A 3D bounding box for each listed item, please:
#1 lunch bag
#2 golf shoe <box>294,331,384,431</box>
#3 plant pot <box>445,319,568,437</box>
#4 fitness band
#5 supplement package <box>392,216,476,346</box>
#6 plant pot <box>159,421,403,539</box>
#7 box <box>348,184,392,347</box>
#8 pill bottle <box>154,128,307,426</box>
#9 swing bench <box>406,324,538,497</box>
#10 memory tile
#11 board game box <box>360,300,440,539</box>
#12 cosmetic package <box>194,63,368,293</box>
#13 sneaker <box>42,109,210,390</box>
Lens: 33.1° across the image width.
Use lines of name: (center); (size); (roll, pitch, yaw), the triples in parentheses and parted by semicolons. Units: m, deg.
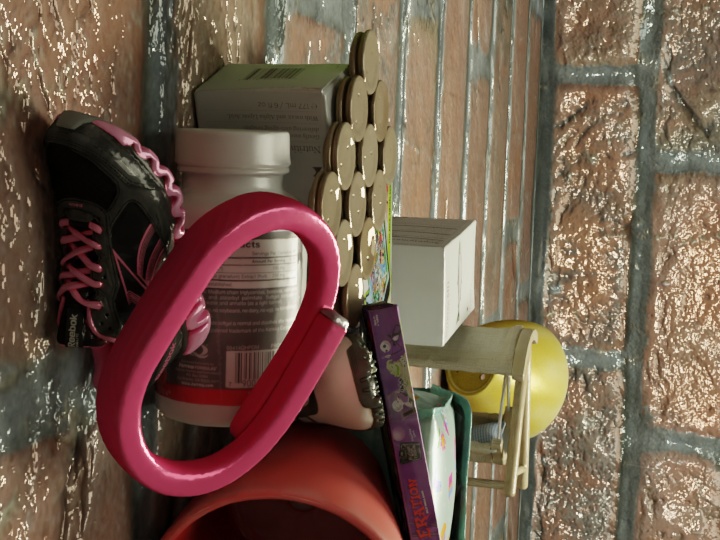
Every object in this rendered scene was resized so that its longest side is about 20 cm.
lunch bag: (0.040, 0.197, 1.134); (0.200, 0.120, 0.173); (5, 87, -75)
golf shoe: (-0.042, 0.096, 0.952); (0.200, 0.087, 0.078); (-11, -86, 69)
plant pot: (0.216, 0.166, 1.963); (0.141, 0.198, 0.203); (21, 71, -47)
fitness band: (-0.082, 0.048, 0.763); (0.143, 0.037, 0.202); (34, 86, -48)
supplement package: (0.065, 0.008, 1.441); (0.200, 0.115, 0.119); (-36, 128, -70)
plant pot: (-0.052, 0.216, 0.944); (0.178, 0.197, 0.204); (-76, 165, -71)
box: (0.000, 0.000, 1.120); (0.110, 0.034, 0.203); (-37, 129, -70)
pill bottle: (-0.092, 0.001, 0.865); (0.111, 0.109, 0.203); (-21, 114, -73)
swing bench: (0.106, 0.159, 1.471); (0.130, 0.196, 0.203); (19, 75, -74)
memory tile: (-0.004, -0.071, 0.944); (0.154, 0.017, 0.202); (75, 23, -49)
board game box: (0.031, 0.127, 0.967); (0.120, 0.032, 0.203); (170, -90, -82)
cosmetic package: (-0.060, -0.059, 0.975); (0.081, 0.111, 0.203); (-56, 144, -61)
sneaker: (-0.153, 0.000, 0.735); (0.096, 0.078, 0.202); (-51, 142, -37)
